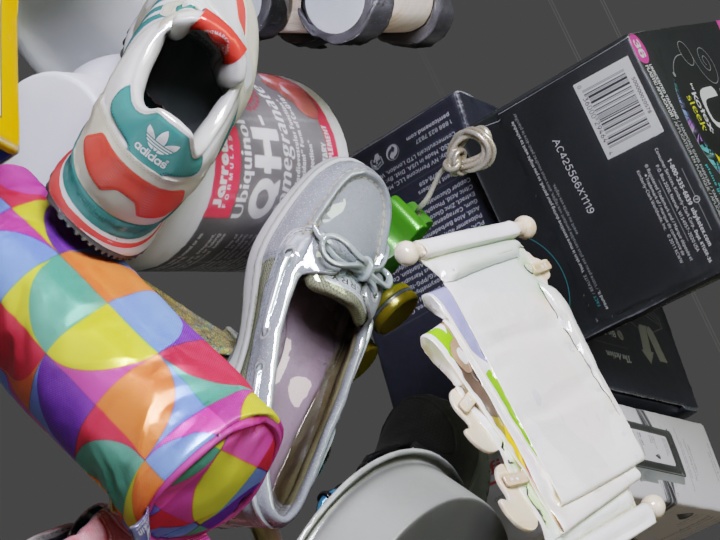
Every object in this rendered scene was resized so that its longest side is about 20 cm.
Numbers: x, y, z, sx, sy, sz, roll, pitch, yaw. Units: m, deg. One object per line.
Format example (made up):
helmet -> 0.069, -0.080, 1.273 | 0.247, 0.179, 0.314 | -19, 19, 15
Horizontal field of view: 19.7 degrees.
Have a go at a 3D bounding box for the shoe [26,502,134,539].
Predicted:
shoe -> -0.093, 0.144, 0.961 | 0.200, 0.071, 0.091 | -25, 91, -58

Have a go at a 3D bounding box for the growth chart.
growth chart -> 0.087, 0.060, 1.075 | 0.144, 0.018, 0.201 | -5, 65, -49

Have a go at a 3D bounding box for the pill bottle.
pill bottle -> -0.100, -0.055, 1.082 | 0.200, 0.110, 0.111 | 0, 65, -59

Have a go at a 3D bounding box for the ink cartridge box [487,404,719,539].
ink cartridge box -> 0.133, 0.136, 1.294 | 0.200, 0.116, 0.068 | 16, 51, -52

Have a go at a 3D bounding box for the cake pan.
cake pan -> 0.013, 0.188, 1.013 | 0.200, 0.037, 0.202 | -30, 129, -47

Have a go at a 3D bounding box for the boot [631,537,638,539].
boot -> 0.124, 0.243, 1.122 | 0.201, 0.174, 0.069 | 57, 28, -6

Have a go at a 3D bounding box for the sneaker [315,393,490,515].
sneaker -> 0.020, 0.131, 1.156 | 0.082, 0.073, 0.201 | 47, 31, -27

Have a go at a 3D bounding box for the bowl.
bowl -> -0.122, -0.179, 1.178 | 0.201, 0.090, 0.202 | 40, 35, -35

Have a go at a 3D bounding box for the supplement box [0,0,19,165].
supplement box -> -0.252, -0.111, 0.884 | 0.200, 0.109, 0.109 | 33, 40, -41

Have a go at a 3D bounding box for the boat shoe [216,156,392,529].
boat shoe -> -0.025, 0.035, 1.032 | 0.074, 0.065, 0.203 | 41, 62, -35

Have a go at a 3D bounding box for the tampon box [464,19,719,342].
tampon box -> 0.179, -0.058, 1.284 | 0.200, 0.126, 0.151 | -20, 83, -61

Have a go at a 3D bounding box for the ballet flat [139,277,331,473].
ballet flat -> -0.088, 0.049, 1.066 | 0.200, 0.070, 0.071 | 33, 39, -42

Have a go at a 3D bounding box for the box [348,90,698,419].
box -> 0.098, 0.014, 1.342 | 0.196, 0.117, 0.201 | 15, 52, -53

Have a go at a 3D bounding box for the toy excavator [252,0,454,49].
toy excavator -> -0.045, -0.222, 1.126 | 0.100, 0.193, 0.202 | -7, 99, -60

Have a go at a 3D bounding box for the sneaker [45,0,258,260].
sneaker -> -0.074, -0.093, 0.963 | 0.070, 0.093, 0.200 | 37, 40, -13

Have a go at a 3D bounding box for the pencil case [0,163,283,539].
pencil case -> -0.123, 0.040, 0.928 | 0.200, 0.089, 0.088 | 45, 21, 25

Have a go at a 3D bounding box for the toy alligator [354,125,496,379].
toy alligator -> 0.000, 0.000, 1.119 | 0.059, 0.200, 0.054 | 46, 27, 18
